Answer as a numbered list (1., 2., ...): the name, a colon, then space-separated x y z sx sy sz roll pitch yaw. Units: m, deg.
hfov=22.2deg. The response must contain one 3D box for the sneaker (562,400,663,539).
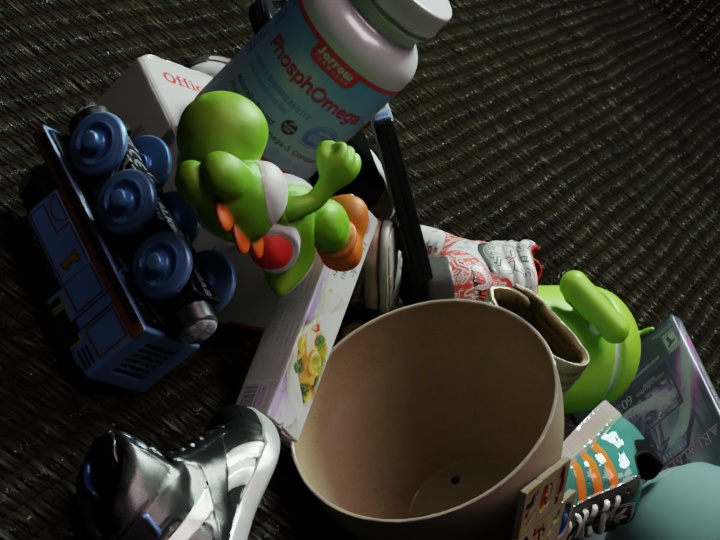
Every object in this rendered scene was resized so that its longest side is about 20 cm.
1. sneaker: 0.180 0.180 1.463 0.080 0.071 0.200 37 43 12

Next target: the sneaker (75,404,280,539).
1. sneaker: -0.119 0.124 1.168 0.112 0.073 0.200 41 25 -17

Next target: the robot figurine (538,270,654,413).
1. robot figurine: 0.165 0.071 1.642 0.200 0.175 0.116 0 66 -30

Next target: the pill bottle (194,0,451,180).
1. pill bottle: -0.029 -0.153 1.388 0.109 0.200 0.109 37 26 -21

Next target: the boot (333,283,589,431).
1. boot: 0.076 0.066 1.451 0.200 0.155 0.072 35 39 17

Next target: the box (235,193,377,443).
1. box: -0.040 0.035 1.359 0.039 0.041 0.200 46 51 -37

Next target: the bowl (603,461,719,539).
1. bowl: 0.278 0.241 1.550 0.105 0.201 0.201 39 16 33

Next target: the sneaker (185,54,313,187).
1. sneaker: -0.082 -0.097 1.575 0.200 0.076 0.115 45 21 -12

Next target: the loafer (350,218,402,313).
1. loafer: 0.000 0.000 1.508 0.200 0.063 0.072 70 26 -80

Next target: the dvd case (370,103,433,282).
1. dvd case: 0.024 -0.094 1.510 0.200 0.017 0.143 -104 179 -64

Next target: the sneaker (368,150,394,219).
1. sneaker: -0.040 -0.123 1.683 0.200 0.073 0.085 44 22 -22

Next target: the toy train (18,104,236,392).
1. toy train: -0.169 -0.018 1.256 0.200 0.114 0.087 59 15 25

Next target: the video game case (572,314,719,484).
1. video game case: 0.276 0.157 1.703 0.019 0.143 0.200 26 31 -35

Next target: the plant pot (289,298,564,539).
1. plant pot: 0.063 0.140 1.348 0.201 0.200 0.135 -105 173 -48

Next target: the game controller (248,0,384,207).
1. game controller: -0.038 -0.147 1.606 0.104 0.042 0.200 23 43 -62

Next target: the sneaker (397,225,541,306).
1. sneaker: 0.093 0.000 1.577 0.108 0.067 0.201 -3 11 -7

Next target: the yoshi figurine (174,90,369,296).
1. yoshi figurine: -0.068 -0.064 1.266 0.112 0.112 0.200 42 4 25

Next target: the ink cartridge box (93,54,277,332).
1. ink cartridge box: -0.114 -0.058 1.450 0.146 0.083 0.200 15 40 -51

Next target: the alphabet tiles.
1. alphabet tiles: 0.111 0.235 1.275 0.008 0.201 0.167 14 14 21

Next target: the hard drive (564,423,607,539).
1. hard drive: 0.154 0.187 1.572 0.200 0.042 0.135 11 43 -52
